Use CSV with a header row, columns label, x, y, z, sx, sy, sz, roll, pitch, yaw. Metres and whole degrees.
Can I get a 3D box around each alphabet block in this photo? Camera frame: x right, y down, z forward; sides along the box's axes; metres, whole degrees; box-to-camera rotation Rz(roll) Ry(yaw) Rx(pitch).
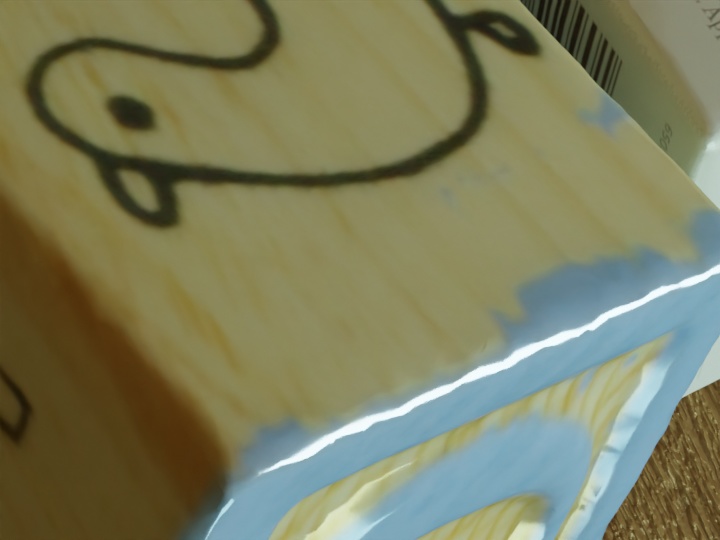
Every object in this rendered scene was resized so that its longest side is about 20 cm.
label,x,y,z,sx,sy,sz,roll,pitch,yaw
alphabet block,-0.051,0.018,0.755,0.195,0.200,0.197,-21,148,-40

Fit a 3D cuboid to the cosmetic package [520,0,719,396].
label,x,y,z,sx,sy,sz,roll,pitch,yaw
cosmetic package,0.129,-0.092,0.867,0.199,0.165,0.165,-24,154,-17
